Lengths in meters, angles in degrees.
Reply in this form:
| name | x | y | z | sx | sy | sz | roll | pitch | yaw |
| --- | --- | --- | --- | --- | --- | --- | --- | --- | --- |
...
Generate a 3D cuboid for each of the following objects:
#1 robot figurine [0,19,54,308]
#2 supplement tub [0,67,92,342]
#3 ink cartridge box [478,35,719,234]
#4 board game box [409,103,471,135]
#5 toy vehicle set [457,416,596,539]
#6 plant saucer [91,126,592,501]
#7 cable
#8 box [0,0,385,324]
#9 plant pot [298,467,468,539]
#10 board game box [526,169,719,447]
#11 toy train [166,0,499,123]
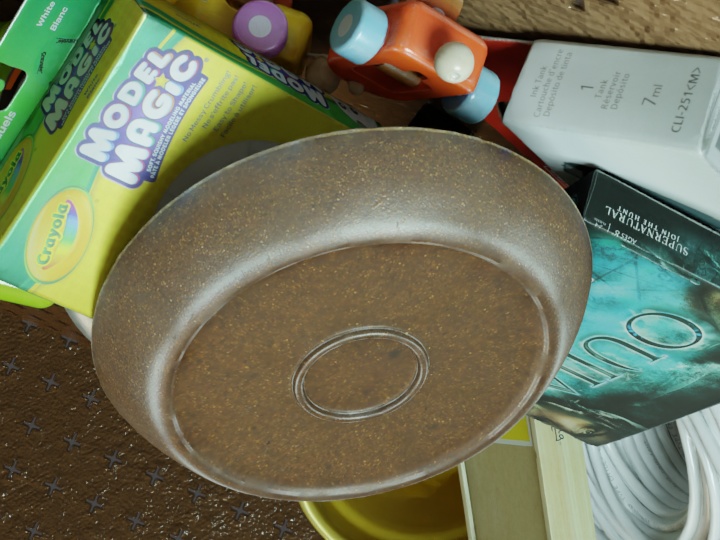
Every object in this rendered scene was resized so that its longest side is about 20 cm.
| name | x | y | z | sx | sy | sz | roll | pitch | yaw |
| --- | --- | --- | --- | --- | --- | --- | --- | --- | --- |
| robot figurine | -0.181 | -0.063 | 0.957 | 0.200 | 0.176 | 0.115 | 38 | -151 | 24 |
| supplement tub | -0.100 | -0.049 | 0.782 | 0.122 | 0.123 | 0.200 | 29 | -168 | -31 |
| ink cartridge box | 0.117 | -0.038 | 0.734 | 0.173 | 0.044 | 0.200 | 12 | 166 | 39 |
| board game box | 0.000 | 0.000 | 0.875 | 0.028 | 0.136 | 0.200 | 35 | 171 | 4 |
| toy vehicle set | 0.083 | 0.068 | 0.952 | 0.026 | 0.201 | 0.124 | -8 | -179 | -19 |
| plant saucer | -0.002 | 0.030 | 0.651 | 0.200 | 0.200 | 0.035 | 30 | -149 | -38 |
| cable | 0.167 | 0.084 | 0.897 | 0.069 | 0.201 | 0.200 | -20 | 178 | -22 |
| box | -0.062 | -0.029 | 0.653 | 0.200 | 0.118 | 0.048 | 26 | -166 | -35 |
| plant pot | 0.048 | 0.124 | 1.330 | 0.200 | 0.202 | 0.189 | 22 | -176 | 1 |
| board game box | 0.107 | 0.025 | 0.758 | 0.135 | 0.028 | 0.200 | 25 | 155 | -15 |
| toy train | -0.044 | -0.118 | 0.650 | 0.199 | 0.056 | 0.150 | 24 | 169 | -26 |
